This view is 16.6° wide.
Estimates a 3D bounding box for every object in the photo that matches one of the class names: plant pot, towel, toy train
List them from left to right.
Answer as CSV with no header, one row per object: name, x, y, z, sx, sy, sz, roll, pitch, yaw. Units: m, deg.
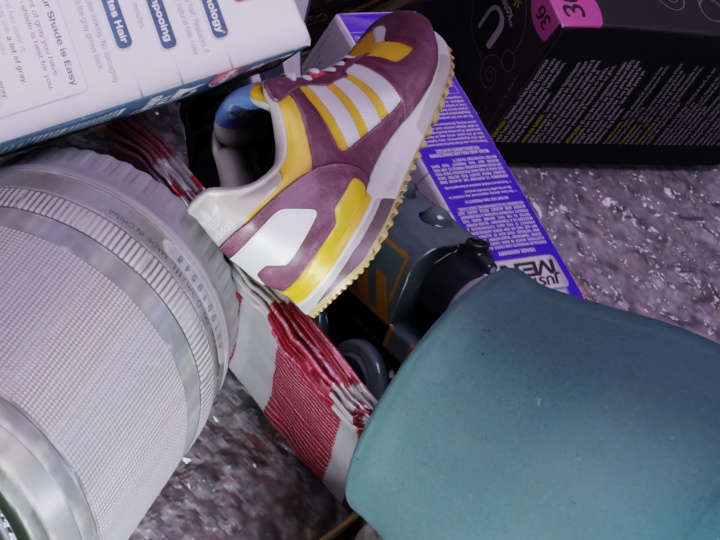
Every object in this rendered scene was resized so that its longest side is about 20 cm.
towel,-0.060,0.024,1.209,0.023,0.144,0.200,-36,76,-16
toy train,0.000,0.000,1.248,0.085,0.115,0.200,0,30,-39
plant pot,0.103,0.104,1.100,0.187,0.201,0.200,35,41,18

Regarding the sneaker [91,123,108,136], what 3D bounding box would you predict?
sneaker,-0.111,-0.139,1.344,0.080,0.078,0.200,56,43,-10

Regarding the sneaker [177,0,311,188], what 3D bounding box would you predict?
sneaker,-0.093,-0.117,1.221,0.146,0.077,0.204,31,46,-39

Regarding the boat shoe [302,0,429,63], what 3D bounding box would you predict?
boat shoe,-0.002,-0.176,1.388,0.199,0.072,0.073,-17,61,9

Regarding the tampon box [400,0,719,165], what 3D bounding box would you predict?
tampon box,0.147,-0.159,1.500,0.199,0.126,0.151,-1,53,-33

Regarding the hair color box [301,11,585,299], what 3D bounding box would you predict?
hair color box,0.028,-0.029,1.325,0.064,0.109,0.201,-6,57,-38

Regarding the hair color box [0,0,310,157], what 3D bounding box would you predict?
hair color box,-0.134,-0.115,1.133,0.199,0.060,0.101,-19,89,-20

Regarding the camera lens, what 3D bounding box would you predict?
camera lens,-0.158,0.059,1.092,0.160,0.160,0.200,35,43,-1

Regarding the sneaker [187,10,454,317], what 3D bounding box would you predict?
sneaker,-0.019,-0.073,1.168,0.090,0.075,0.201,35,40,-15

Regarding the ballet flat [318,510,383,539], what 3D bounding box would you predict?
ballet flat,0.005,0.149,1.190,0.069,0.063,0.200,46,44,10

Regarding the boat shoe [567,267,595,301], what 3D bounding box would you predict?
boat shoe,0.135,0.061,1.345,0.072,0.068,0.201,-7,58,-37
